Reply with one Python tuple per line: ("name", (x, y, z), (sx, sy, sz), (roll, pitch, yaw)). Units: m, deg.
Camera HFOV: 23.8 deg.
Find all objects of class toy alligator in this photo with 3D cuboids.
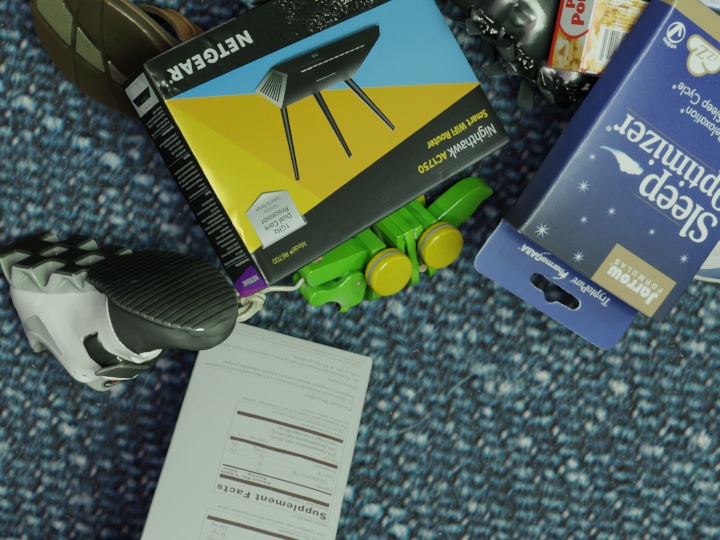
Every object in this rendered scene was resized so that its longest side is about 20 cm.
("toy alligator", (0.000, 0.000, 1.088), (0.199, 0.059, 0.054), (-27, 136, -19))

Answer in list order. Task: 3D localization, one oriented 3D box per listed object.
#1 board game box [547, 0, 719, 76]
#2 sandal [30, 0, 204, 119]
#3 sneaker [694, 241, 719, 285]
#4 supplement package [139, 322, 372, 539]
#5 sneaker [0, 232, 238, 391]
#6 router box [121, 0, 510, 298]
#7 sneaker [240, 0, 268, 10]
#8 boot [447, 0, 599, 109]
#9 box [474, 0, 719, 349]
("board game box", (0.206, -0.206, 1.021), (0.151, 0.046, 0.201), (9, 97, -22))
("sandal", (-0.117, -0.133, 1.083), (0.199, 0.055, 0.082), (25, 138, -15))
("sneaker", (0.248, -0.044, 1.092), (0.198, 0.081, 0.116), (18, 93, -9))
("supplement package", (-0.069, 0.146, 1.035), (0.109, 0.201, 0.114), (14, 135, -1))
("sneaker", (-0.144, 0.035, 1.066), (0.074, 0.199, 0.089), (-24, 116, -39))
("router box", (-0.024, -0.096, 1.046), (0.199, 0.051, 0.150), (-32, 94, -28))
("sneaker", (-0.021, -0.254, 1.054), (0.200, 0.078, 0.086), (-43, 78, 14))
("boot", (0.122, -0.212, 1.048), (0.162, 0.073, 0.199), (37, 91, -14))
("box", (0.168, -0.053, 1.006), (0.121, 0.032, 0.201), (30, 99, -26))
